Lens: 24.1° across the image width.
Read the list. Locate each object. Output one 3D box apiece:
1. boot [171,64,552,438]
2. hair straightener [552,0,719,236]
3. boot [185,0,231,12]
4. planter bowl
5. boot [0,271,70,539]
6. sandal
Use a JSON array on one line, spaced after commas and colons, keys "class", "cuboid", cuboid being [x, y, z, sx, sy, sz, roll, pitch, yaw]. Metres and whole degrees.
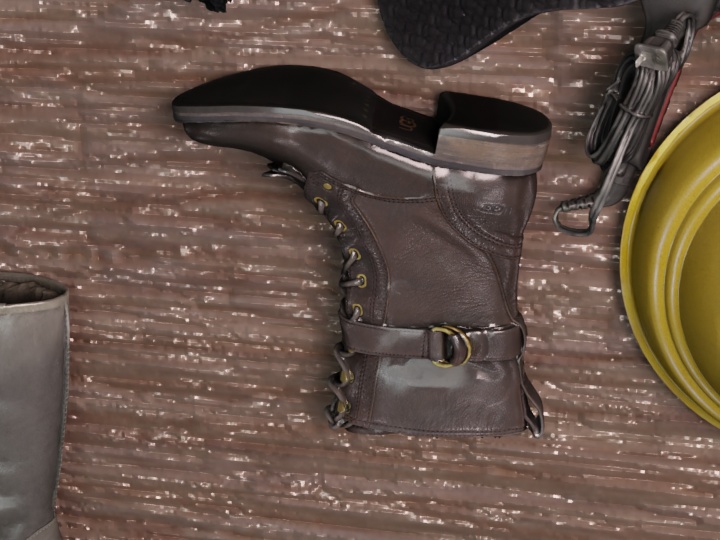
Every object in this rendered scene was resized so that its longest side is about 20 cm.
[{"class": "boot", "cuboid": [0.000, 0.000, 0.812, 0.197, 0.069, 0.176, 10, 114, 9]}, {"class": "hair straightener", "cuboid": [0.123, -0.098, 0.733, 0.041, 0.077, 0.202, 31, 120, 15]}, {"class": "boot", "cuboid": [-0.097, -0.196, 0.696, 0.073, 0.198, 0.163, -42, 86, -7]}, {"class": "planter bowl", "cuboid": [0.212, 0.014, 0.744, 0.198, 0.084, 0.203, 4, 114, 9]}, {"class": "boot", "cuboid": [-0.237, 0.098, 0.920, 0.179, 0.073, 0.202, -3, 119, 2]}, {"class": "sandal", "cuboid": [0.081, -0.141, 0.720, 0.199, 0.045, 0.076, -16, 100, 54]}]
